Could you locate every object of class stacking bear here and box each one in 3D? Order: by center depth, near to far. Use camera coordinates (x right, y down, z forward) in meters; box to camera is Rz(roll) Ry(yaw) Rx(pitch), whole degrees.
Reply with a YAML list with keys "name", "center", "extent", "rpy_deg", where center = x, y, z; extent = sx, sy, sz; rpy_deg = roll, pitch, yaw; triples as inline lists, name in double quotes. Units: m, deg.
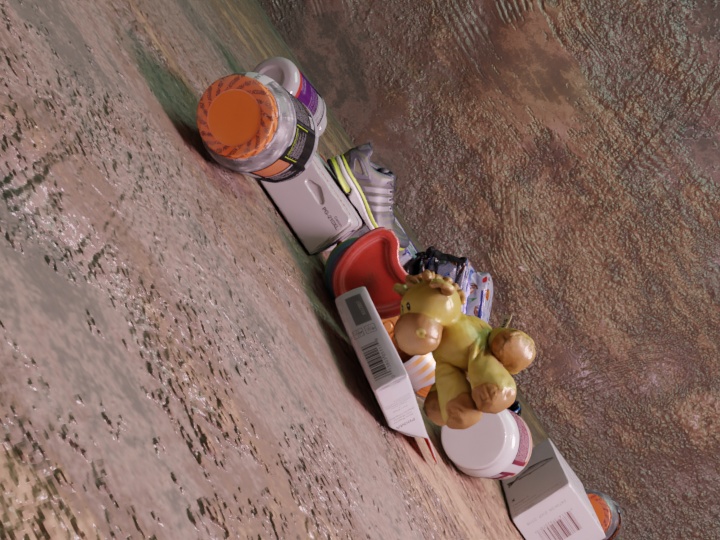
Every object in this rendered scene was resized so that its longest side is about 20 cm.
- name: "stacking bear"
  center: [0.000, 0.000, 1.306]
  extent: [0.122, 0.113, 0.200]
  rpy_deg: [64, -5, -11]

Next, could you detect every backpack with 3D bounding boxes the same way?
- name: "backpack"
  center: [0.164, 0.074, 1.652]
  extent: [0.153, 0.192, 0.200]
  rpy_deg: [16, -5, 19]

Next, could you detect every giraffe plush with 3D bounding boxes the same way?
- name: "giraffe plush"
  center: [0.113, 0.080, 1.152]
  extent: [0.162, 0.172, 0.201]
  rpy_deg: [43, 40, -19]

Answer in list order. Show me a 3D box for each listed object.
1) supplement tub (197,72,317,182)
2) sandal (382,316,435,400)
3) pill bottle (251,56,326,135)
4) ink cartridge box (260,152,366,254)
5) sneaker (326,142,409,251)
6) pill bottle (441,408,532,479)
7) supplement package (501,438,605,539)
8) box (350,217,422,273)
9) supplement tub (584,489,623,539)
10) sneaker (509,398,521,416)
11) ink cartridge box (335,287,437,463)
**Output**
- name: "supplement tub"
  center: [-0.132, -0.183, 1.159]
  extent: [0.123, 0.122, 0.200]
  rpy_deg: [56, 7, 5]
- name: "sandal"
  center: [0.066, 0.121, 1.342]
  extent: [0.207, 0.079, 0.059]
  rpy_deg: [47, 10, -1]
- name: "pill bottle"
  center: [-0.141, -0.339, 1.824]
  extent: [0.113, 0.112, 0.200]
  rpy_deg: [59, 8, 25]
- name: "ink cartridge box"
  center: [-0.070, -0.109, 1.409]
  extent: [0.145, 0.084, 0.200]
  rpy_deg: [55, 7, 1]
- name: "sneaker"
  center: [0.031, -0.115, 1.439]
  extent: [0.201, 0.081, 0.074]
  rpy_deg: [54, 8, -29]
- name: "pill bottle"
  center: [0.190, 0.256, 1.363]
  extent: [0.115, 0.114, 0.200]
  rpy_deg: [58, 8, 22]
- name: "supplement package"
  center: [0.328, 0.401, 1.566]
  extent: [0.118, 0.116, 0.200]
  rpy_deg: [54, 8, -8]
- name: "box"
  center: [0.021, -0.062, 1.687]
  extent: [0.185, 0.105, 0.200]
  rpy_deg: [58, 8, 14]
- name: "supplement tub"
  center: [0.553, 0.584, 2.134]
  extent: [0.123, 0.122, 0.200]
  rpy_deg: [59, 10, 25]
- name: "sneaker"
  center: [0.240, 0.265, 1.619]
  extent: [0.073, 0.111, 0.200]
  rpy_deg: [57, 8, 7]
- name: "ink cartridge box"
  center: [0.033, 0.144, 1.156]
  extent: [0.163, 0.057, 0.201]
  rpy_deg: [-117, -171, -45]
